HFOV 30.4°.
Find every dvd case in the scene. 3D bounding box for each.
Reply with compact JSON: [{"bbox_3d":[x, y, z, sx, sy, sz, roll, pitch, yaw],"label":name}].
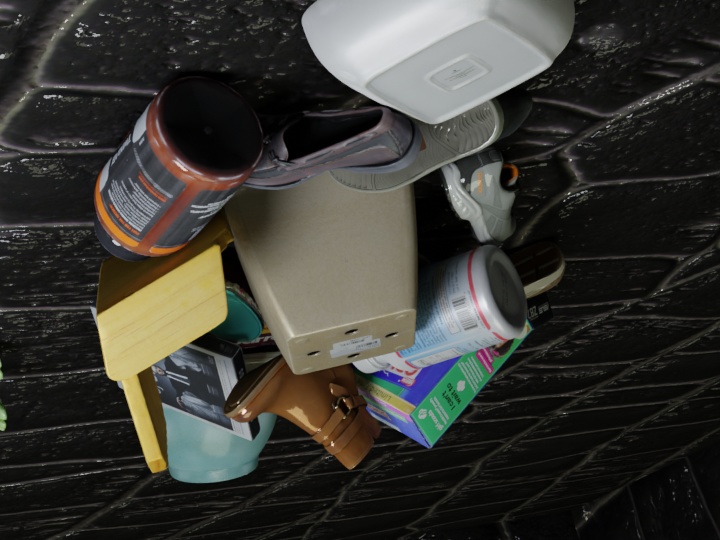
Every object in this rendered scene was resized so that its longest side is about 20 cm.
[{"bbox_3d":[-0.215,0.113,1.544,0.199,0.025,0.151,17,140,24],"label":"dvd case"}]

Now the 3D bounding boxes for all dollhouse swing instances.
[{"bbox_3d":[-0.169,0.063,1.296,0.181,0.176,0.200,-30,-164,-2],"label":"dollhouse swing"}]

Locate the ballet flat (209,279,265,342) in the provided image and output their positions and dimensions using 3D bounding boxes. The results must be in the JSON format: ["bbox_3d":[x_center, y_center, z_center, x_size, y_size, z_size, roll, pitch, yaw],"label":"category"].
[{"bbox_3d":[-0.187,0.017,1.450,0.200,0.064,0.076,26,123,-37],"label":"ballet flat"}]

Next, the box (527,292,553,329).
[{"bbox_3d":[0.152,0.083,1.810,0.161,0.049,0.200,-14,-176,32],"label":"box"}]

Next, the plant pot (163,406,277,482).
[{"bbox_3d":[-0.199,0.200,1.749,0.199,0.135,0.200,-4,-170,1],"label":"plant pot"}]

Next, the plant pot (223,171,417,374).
[{"bbox_3d":[-0.027,-0.004,1.390,0.199,0.178,0.200,-13,159,-4],"label":"plant pot"}]

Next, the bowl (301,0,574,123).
[{"bbox_3d":[0.072,-0.194,1.108,0.199,0.075,0.199,-24,158,27],"label":"bowl"}]

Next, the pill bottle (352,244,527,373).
[{"bbox_3d":[0.080,0.051,1.507,0.199,0.109,0.109,-20,160,28],"label":"pill bottle"}]

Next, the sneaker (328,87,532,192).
[{"bbox_3d":[0.068,-0.127,1.284,0.199,0.075,0.106,-12,-174,32],"label":"sneaker"}]

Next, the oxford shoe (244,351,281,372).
[{"bbox_3d":[-0.135,0.135,1.594,0.199,0.058,0.075,-5,160,11],"label":"oxford shoe"}]

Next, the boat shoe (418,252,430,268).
[{"bbox_3d":[0.000,0.000,1.566,0.062,0.072,0.199,-18,167,41],"label":"boat shoe"}]

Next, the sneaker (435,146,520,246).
[{"bbox_3d":[0.147,-0.080,1.465,0.079,0.074,0.200,-25,158,12],"label":"sneaker"}]

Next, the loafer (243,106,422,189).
[{"bbox_3d":[-0.045,-0.121,1.200,0.199,0.072,0.063,-4,155,26],"label":"loafer"}]

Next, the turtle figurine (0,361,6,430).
[{"bbox_3d":[-0.508,0.157,1.531,0.193,0.145,0.200,-9,163,-27],"label":"turtle figurine"}]

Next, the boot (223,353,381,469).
[{"bbox_3d":[-0.059,0.162,1.485,0.077,0.156,0.200,-29,-174,29],"label":"boot"}]

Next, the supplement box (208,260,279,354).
[{"bbox_3d":[-0.126,0.060,1.621,0.110,0.086,0.200,-8,159,-17],"label":"supplement box"}]

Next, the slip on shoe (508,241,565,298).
[{"bbox_3d":[0.176,0.021,1.754,0.199,0.076,0.061,-23,153,2],"label":"slip on shoe"}]

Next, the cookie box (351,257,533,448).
[{"bbox_3d":[0.082,0.095,1.615,0.200,0.171,0.075,-48,130,-16],"label":"cookie box"}]

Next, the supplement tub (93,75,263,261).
[{"bbox_3d":[-0.173,-0.081,1.186,0.107,0.107,0.200,-1,156,-34],"label":"supplement tub"}]
